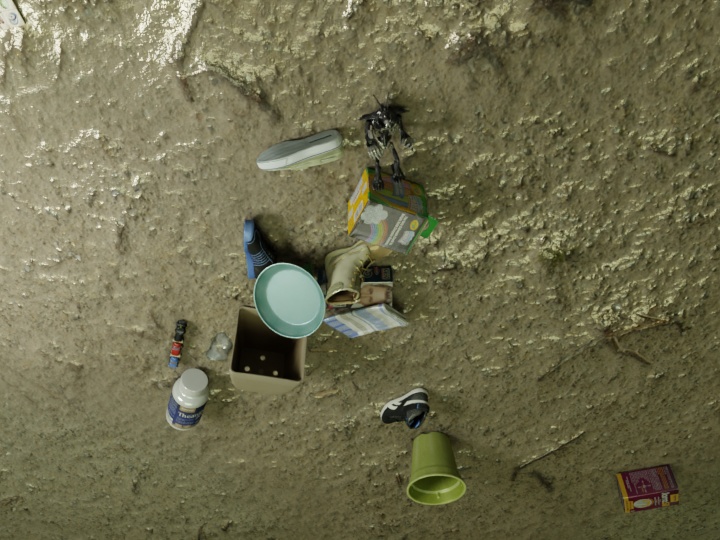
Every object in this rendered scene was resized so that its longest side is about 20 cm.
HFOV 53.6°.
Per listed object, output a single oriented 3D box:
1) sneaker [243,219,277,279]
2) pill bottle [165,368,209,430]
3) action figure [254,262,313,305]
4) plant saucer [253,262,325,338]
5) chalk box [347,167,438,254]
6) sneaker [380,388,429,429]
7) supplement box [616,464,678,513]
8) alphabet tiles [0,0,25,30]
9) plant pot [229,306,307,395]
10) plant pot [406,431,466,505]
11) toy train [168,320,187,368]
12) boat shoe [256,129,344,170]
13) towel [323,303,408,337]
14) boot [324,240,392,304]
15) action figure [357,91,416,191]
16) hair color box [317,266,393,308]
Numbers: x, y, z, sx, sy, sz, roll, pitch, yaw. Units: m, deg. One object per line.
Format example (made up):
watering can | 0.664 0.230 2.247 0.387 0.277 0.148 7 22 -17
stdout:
sneaker | -0.249 -0.053 1.783 0.077 0.071 0.201 -2 142 -3
pill bottle | -0.524 0.391 2.177 0.110 0.112 0.201 14 133 -15
action figure | -0.206 0.062 1.878 0.199 0.119 0.054 -24 146 34
plant saucer | -0.174 0.072 1.800 0.198 0.036 0.202 7 111 19
chalk box | 0.082 -0.132 1.671 0.198 0.125 0.125 16 131 -18
sneaker | 0.136 0.464 2.267 0.073 0.113 0.200 30 127 -27
supplement box | 1.061 0.810 2.640 0.198 0.104 0.132 -15 133 12
alphabet tiles | -0.764 -0.522 1.344 0.197 0.008 0.168 -9 135 8
plant pot | -0.264 0.245 1.997 0.197 0.202 0.178 10 145 -11
plant pot | 0.249 0.659 2.412 0.198 0.185 0.202 0 135 0
toy train | -0.528 0.220 2.055 0.034 0.046 0.201 11 133 -13
boat shoe | -0.131 -0.252 1.583 0.198 0.072 0.062 -14 131 8
towel | 0.016 0.140 1.958 0.198 0.024 0.147 -15 151 27
boot | 0.000 0.000 1.774 0.198 0.156 0.072 -20 133 18
action figure | 0.061 -0.275 1.538 0.118 0.102 0.202 -15 129 -11
hair color box | -0.014 0.046 1.887 0.197 0.061 0.101 -2 135 -1
